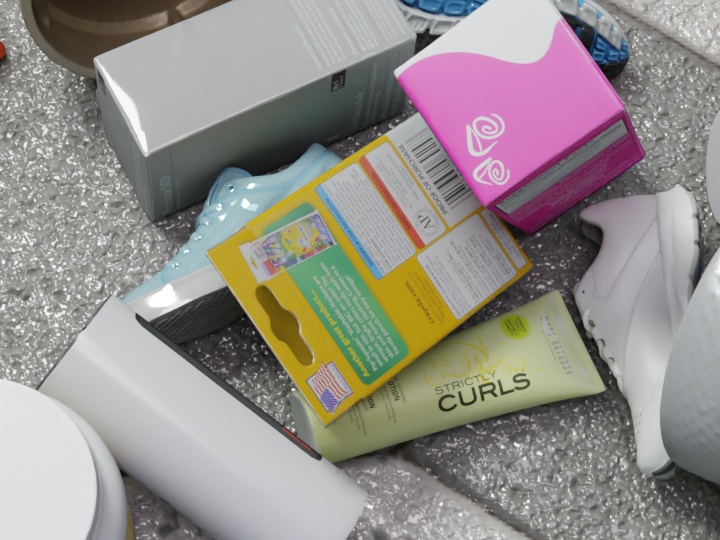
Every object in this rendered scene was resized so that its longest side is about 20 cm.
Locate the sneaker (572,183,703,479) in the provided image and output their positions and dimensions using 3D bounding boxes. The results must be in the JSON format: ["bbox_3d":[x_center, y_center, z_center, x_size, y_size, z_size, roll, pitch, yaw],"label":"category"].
[{"bbox_3d":[0.185,0.041,1.003,0.087,0.075,0.201,-3,65,12],"label":"sneaker"}]

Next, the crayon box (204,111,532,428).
[{"bbox_3d":[0.000,0.000,0.943,0.200,0.052,0.126,-35,92,-36],"label":"crayon box"}]

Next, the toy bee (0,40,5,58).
[{"bbox_3d":[-0.297,-0.177,1.033,0.131,0.109,0.200,-35,50,-9],"label":"toy bee"}]

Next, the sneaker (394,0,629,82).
[{"bbox_3d":[0.101,-0.195,1.084,0.199,0.075,0.087,22,34,-9],"label":"sneaker"}]

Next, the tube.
[{"bbox_3d":[0.055,0.072,0.982,0.199,0.052,0.058,-16,108,-15],"label":"tube"}]

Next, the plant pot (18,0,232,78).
[{"bbox_3d":[-0.164,-0.265,1.035,0.200,0.201,0.184,-22,60,-13],"label":"plant pot"}]

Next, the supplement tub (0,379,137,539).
[{"bbox_3d":[-0.200,0.148,0.845,0.145,0.200,0.146,2,68,-4],"label":"supplement tub"}]

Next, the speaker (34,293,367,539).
[{"bbox_3d":[-0.095,0.106,0.909,0.200,0.081,0.081,38,69,-6],"label":"speaker"}]

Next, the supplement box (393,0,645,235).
[{"bbox_3d":[0.107,-0.097,0.956,0.103,0.200,0.101,-35,79,8],"label":"supplement box"}]

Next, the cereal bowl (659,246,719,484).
[{"bbox_3d":[0.271,0.047,0.922,0.083,0.200,0.200,28,66,34],"label":"cereal bowl"}]

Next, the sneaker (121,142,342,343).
[{"bbox_3d":[-0.086,-0.019,0.995,0.200,0.074,0.082,-29,72,-27],"label":"sneaker"}]

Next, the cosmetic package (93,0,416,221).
[{"bbox_3d":[-0.071,-0.123,1.017,0.200,0.107,0.090,-28,72,-13],"label":"cosmetic package"}]

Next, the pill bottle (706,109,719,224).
[{"bbox_3d":[0.342,-0.069,1.028,0.199,0.111,0.111,0,68,-5],"label":"pill bottle"}]
